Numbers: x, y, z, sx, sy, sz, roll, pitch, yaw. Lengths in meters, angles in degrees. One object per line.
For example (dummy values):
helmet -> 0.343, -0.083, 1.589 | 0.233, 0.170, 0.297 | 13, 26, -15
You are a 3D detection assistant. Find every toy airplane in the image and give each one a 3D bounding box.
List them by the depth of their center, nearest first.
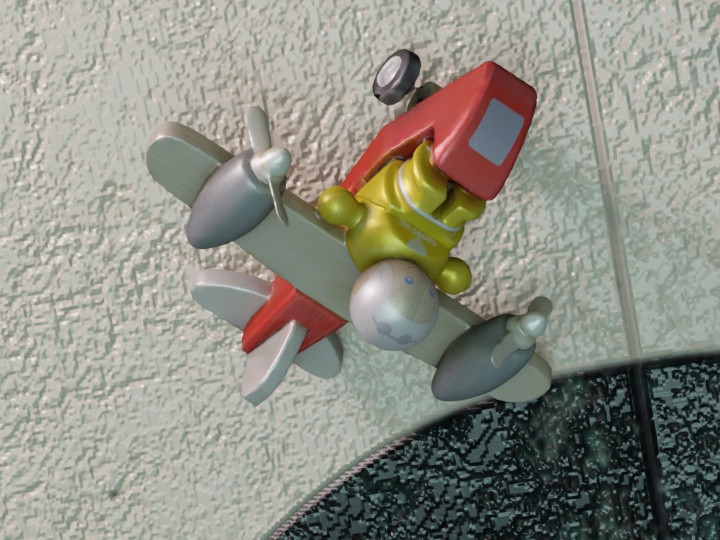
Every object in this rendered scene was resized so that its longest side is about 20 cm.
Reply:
toy airplane -> 0.000, 0.000, 0.965 | 0.198, 0.141, 0.201 | -9, 122, -4
